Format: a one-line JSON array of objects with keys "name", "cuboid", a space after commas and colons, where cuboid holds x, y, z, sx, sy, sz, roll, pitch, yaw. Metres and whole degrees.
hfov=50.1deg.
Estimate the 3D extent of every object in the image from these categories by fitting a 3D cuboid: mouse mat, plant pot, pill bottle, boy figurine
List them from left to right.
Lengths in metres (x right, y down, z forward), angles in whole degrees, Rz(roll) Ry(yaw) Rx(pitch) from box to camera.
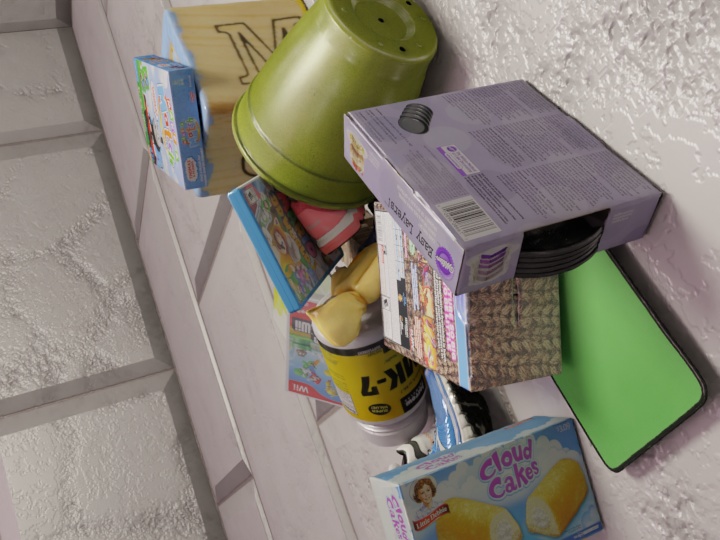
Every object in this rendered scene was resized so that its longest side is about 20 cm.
[{"name": "plant pot", "cuboid": [-0.016, -0.206, 0.844, 0.193, 0.200, 0.201, -54, 53, 45]}, {"name": "boy figurine", "cuboid": [0.000, 0.000, 0.890, 0.064, 0.200, 0.124, 43, 150, -20]}, {"name": "pill bottle", "cuboid": [0.019, 0.120, 0.967, 0.114, 0.114, 0.200, 43, 157, 51]}, {"name": "mouse mat", "cuboid": [0.203, 0.061, 0.674, 0.200, 0.008, 0.161, 64, 154, 28]}]

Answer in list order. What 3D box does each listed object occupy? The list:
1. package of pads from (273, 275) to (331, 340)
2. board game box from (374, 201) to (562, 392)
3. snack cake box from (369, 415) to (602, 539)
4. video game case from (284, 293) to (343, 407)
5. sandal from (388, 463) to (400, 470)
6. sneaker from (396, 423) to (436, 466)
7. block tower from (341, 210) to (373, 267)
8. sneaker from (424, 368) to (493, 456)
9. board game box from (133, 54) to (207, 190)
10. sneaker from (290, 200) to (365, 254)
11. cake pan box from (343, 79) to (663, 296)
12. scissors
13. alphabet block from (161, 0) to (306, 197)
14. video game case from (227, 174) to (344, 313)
[{"name": "package of pads", "cuboid": [-0.077, 0.077, 1.253, 0.200, 0.068, 0.155, 54, 146, 42]}, {"name": "board game box", "cuboid": [0.098, 0.010, 0.760, 0.200, 0.097, 0.160, -160, 64, -68]}, {"name": "snack cake box", "cuboid": [0.121, 0.222, 0.734, 0.067, 0.199, 0.115, -19, 85, 65]}, {"name": "video game case", "cuboid": [-0.043, 0.123, 1.149, 0.017, 0.143, 0.200, -63, -17, -50]}, {"name": "sandal", "cuboid": [0.065, 0.376, 1.085, 0.082, 0.050, 0.203, 12, -121, -76]}, {"name": "sneaker", "cuboid": [0.081, 0.290, 1.009, 0.074, 0.080, 0.201, 35, 136, 53]}, {"name": "block tower", "cuboid": [0.000, -0.039, 1.035, 0.200, 0.058, 0.054, 46, 143, 50]}, {"name": "sneaker", "cuboid": [0.100, 0.193, 0.854, 0.089, 0.078, 0.200, -33, 50, 25]}, {"name": "board game box", "cuboid": [-0.259, -0.206, 1.045, 0.200, 0.036, 0.152, 33, 132, 56]}, {"name": "sneaker", "cuboid": [-0.029, -0.111, 0.934, 0.074, 0.200, 0.087, -33, 115, 33]}, {"name": "cake pan box", "cuboid": [0.109, -0.077, 0.620, 0.200, 0.184, 0.052, 53, 152, 39]}, {"name": "scissors", "cuboid": [0.197, 0.063, 0.709, 0.073, 0.014, 0.201, -32, 72, 63]}, {"name": "alphabet block", "cuboid": [-0.159, -0.246, 1.094, 0.197, 0.199, 0.195, 65, 155, 23]}, {"name": "video game case", "cuboid": [-0.078, -0.049, 0.891, 0.143, 0.018, 0.200, 63, -161, -11]}]
